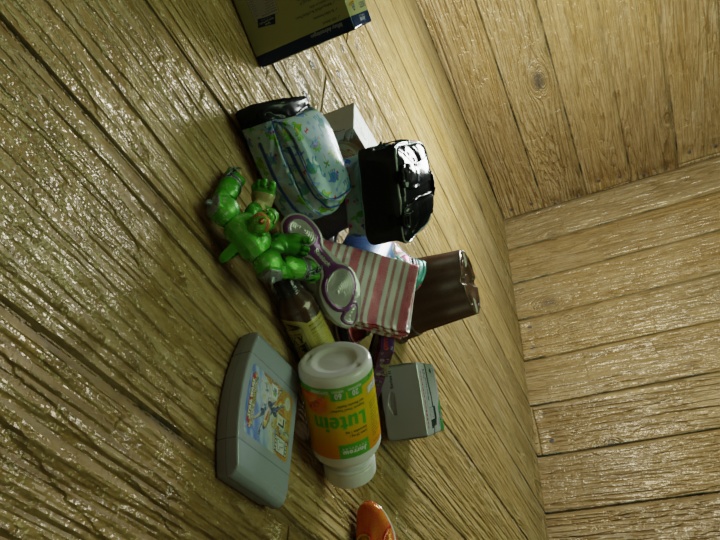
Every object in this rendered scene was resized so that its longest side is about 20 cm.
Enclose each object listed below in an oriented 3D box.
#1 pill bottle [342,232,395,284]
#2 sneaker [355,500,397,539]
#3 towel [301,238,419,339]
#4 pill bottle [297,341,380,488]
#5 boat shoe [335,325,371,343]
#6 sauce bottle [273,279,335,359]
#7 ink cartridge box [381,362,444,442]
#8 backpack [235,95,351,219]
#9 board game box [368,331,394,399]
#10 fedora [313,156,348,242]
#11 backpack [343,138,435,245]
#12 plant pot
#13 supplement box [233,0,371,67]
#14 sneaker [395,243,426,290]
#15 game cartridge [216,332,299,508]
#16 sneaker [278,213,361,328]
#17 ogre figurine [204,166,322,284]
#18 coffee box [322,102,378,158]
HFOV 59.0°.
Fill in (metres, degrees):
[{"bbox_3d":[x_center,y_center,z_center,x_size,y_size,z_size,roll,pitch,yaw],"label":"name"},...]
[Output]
[{"bbox_3d":[0.000,0.000,1.209,0.201,0.111,0.114,-65,135,-60],"label":"pill bottle"},{"bbox_3d":[0.016,0.460,0.988,0.077,0.072,0.203,37,39,-43],"label":"sneaker"},{"bbox_3d":[-0.002,0.025,1.081,0.030,0.197,0.148,115,-11,-57],"label":"towel"},{"bbox_3d":[-0.027,0.221,0.956,0.111,0.109,0.203,-60,146,-62],"label":"pill bottle"},{"bbox_3d":[0.006,0.093,1.229,0.200,0.062,0.072,-43,117,-66],"label":"boat shoe"},{"bbox_3d":[-0.088,0.079,0.991,0.202,0.064,0.065,66,22,-18],"label":"sauce bottle"},{"bbox_3d":[0.108,0.268,1.309,0.200,0.082,0.149,28,52,-71],"label":"ink cartridge box"},{"bbox_3d":[-0.102,-0.181,1.053,0.163,0.151,0.204,-40,126,-61],"label":"backpack"},{"bbox_3d":[0.035,0.151,1.160,0.202,0.032,0.121,103,-9,-49],"label":"board game box"},{"bbox_3d":[-0.052,-0.141,1.199,0.177,0.089,0.203,36,43,-58],"label":"fedora"},{"bbox_3d":[0.058,-0.145,1.149,0.199,0.148,0.181,-32,118,-57],"label":"backpack"},{"bbox_3d":[0.165,0.049,1.482,0.200,0.195,0.204,-16,90,-70],"label":"plant pot"},{"bbox_3d":[-0.114,-0.503,1.137,0.135,0.197,0.202,-61,133,-60],"label":"supplement box"},{"bbox_3d":[0.079,-0.022,1.379,0.120,0.084,0.201,24,29,-39],"label":"sneaker"},{"bbox_3d":[-0.133,0.190,0.838,0.134,0.041,0.202,59,25,-46],"label":"game cartridge"},{"bbox_3d":[-0.066,0.003,1.027,0.202,0.074,0.099,59,-23,0],"label":"sneaker"},{"bbox_3d":[-0.141,-0.053,0.893,0.203,0.097,0.120,68,24,-11],"label":"ogre figurine"},{"bbox_3d":[-0.021,-0.230,1.314,0.201,0.113,0.081,53,29,-47],"label":"coffee box"}]
